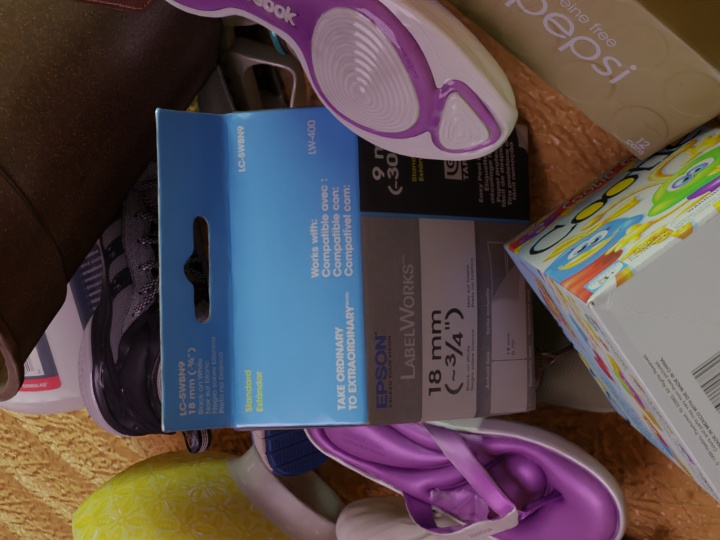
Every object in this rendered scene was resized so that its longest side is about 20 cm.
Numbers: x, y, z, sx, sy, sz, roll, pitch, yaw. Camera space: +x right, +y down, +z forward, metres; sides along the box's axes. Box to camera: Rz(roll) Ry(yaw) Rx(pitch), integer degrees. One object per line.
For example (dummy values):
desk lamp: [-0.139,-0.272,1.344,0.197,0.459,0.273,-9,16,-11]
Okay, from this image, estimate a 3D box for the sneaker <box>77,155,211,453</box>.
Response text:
sneaker: [-0.098,-0.004,0.900,0.113,0.075,0.202,12,104,54]

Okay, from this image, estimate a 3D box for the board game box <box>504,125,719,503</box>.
board game box: [0.143,0.011,0.714,0.105,0.103,0.200,54,-179,-8]

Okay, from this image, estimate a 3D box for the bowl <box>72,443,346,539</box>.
bowl: [-0.067,0.172,1.055,0.200,0.200,0.108,41,98,6]

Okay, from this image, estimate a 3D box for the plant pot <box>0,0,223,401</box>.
plant pot: [-0.177,-0.079,0.798,0.199,0.199,0.201,30,155,16]

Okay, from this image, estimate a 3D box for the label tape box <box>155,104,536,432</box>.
label tape box: [0.000,0.000,0.795,0.063,0.199,0.146,-4,87,41]

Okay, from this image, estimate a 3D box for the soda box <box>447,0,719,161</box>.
soda box: [0.077,-0.138,0.720,0.199,0.064,0.068,37,141,-18]

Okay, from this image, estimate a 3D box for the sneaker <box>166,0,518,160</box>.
sneaker: [-0.006,-0.128,0.747,0.199,0.100,0.075,36,136,10]

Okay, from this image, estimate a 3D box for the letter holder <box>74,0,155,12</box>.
letter holder: [-0.086,-0.204,0.634,0.200,0.142,0.101,-40,71,27]

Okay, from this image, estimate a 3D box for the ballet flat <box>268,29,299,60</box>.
ballet flat: [-0.039,-0.200,0.823,0.069,0.069,0.201,-2,121,39]

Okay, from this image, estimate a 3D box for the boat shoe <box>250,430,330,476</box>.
boat shoe: [-0.052,0.030,0.978,0.073,0.072,0.201,53,151,40]

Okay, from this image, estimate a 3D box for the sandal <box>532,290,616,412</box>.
sandal: [0.070,0.046,0.909,0.200,0.057,0.080,0,118,40]

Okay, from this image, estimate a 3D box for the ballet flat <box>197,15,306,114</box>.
ballet flat: [-0.063,-0.125,0.893,0.063,0.068,0.201,5,129,23]

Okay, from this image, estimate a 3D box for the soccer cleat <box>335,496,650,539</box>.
soccer cleat: [0.079,0.156,0.983,0.198,0.069,0.078,14,124,21]

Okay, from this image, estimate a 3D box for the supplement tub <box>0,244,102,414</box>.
supplement tub: [-0.188,-0.032,0.999,0.139,0.140,0.202,10,126,33]

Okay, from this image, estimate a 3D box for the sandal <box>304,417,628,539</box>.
sandal: [0.047,0.115,0.924,0.201,0.050,0.083,16,129,30]
